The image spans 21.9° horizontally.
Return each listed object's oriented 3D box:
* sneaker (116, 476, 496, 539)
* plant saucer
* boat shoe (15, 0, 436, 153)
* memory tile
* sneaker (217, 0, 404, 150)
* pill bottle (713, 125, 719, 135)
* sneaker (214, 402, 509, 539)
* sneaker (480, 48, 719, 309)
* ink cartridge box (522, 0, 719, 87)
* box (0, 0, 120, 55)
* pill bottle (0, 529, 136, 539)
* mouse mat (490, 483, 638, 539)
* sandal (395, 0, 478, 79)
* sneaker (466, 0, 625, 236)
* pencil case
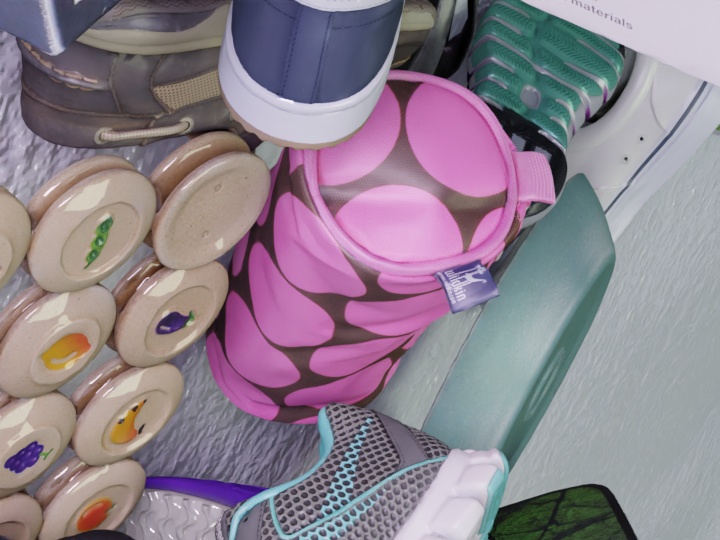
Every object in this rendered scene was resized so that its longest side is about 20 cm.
[{"bbox_3d":[-0.021,0.128,0.817,0.100,0.198,0.070,-80,-176,-76],"label":"sneaker"},{"bbox_3d":[0.078,0.049,0.920,0.201,0.036,0.200,-58,167,-21],"label":"plant saucer"},{"bbox_3d":[-0.050,-0.082,0.664,0.199,0.074,0.074,-9,133,-51],"label":"boat shoe"},{"bbox_3d":[-0.113,0.043,0.645,0.153,0.017,0.201,-15,139,-45],"label":"memory tile"},{"bbox_3d":[-0.001,-0.146,0.582,0.109,0.069,0.201,107,-8,-53],"label":"sneaker"},{"bbox_3d":[0.210,-0.164,1.035,0.111,0.111,0.200,-57,156,-11],"label":"pill bottle"},{"bbox_3d":[-0.026,0.131,0.714,0.200,0.091,0.078,-49,160,-35],"label":"sneaker"},{"bbox_3d":[0.121,-0.054,1.035,0.200,0.071,0.073,-51,-170,21],"label":"sneaker"},{"bbox_3d":[0.067,-0.160,0.369,0.129,0.125,0.201,-50,153,-26],"label":"ink cartridge box"},{"bbox_3d":[-0.066,-0.168,0.430,0.200,0.148,0.108,-46,151,-32],"label":"box"},{"bbox_3d":[-0.151,0.147,0.595,0.199,0.112,0.113,-12,127,-47],"label":"pill bottle"},{"bbox_3d":[0.037,0.155,0.874,0.161,0.198,0.008,-108,-178,-73],"label":"mouse mat"},{"bbox_3d":[0.029,-0.099,0.822,0.076,0.043,0.201,-41,149,-39],"label":"sandal"},{"bbox_3d":[0.066,-0.068,0.899,0.088,0.074,0.200,-55,-178,40],"label":"sneaker"},{"bbox_3d":[0.000,0.000,0.727,0.093,0.091,0.200,-7,164,-19],"label":"pencil case"}]
